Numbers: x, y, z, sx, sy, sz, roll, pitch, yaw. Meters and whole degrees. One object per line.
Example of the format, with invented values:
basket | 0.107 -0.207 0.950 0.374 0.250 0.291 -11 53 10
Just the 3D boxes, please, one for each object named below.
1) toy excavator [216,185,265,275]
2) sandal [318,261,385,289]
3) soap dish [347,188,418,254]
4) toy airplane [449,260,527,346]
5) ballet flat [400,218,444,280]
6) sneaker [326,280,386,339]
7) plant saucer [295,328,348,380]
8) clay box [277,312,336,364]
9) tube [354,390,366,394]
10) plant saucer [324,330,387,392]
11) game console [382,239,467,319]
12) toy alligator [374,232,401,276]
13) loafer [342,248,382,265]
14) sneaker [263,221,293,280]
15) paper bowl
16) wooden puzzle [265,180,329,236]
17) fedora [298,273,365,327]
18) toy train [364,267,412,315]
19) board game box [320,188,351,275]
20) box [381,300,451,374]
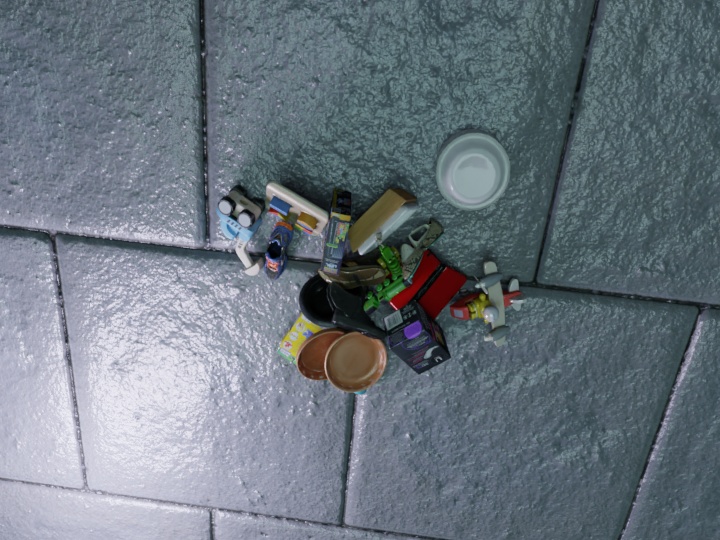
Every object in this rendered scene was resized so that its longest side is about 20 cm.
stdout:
toy excavator | -0.339 -0.108 1.604 0.192 0.101 0.201 33 125 -6
sandal | -0.020 0.004 1.535 0.194 0.055 0.082 -4 134 21
soap dish | 0.058 -0.138 1.514 0.199 0.157 0.082 -43 85 19
toy airplane | 0.377 0.100 1.582 0.197 0.142 0.201 33 111 -8
ballet flat | 0.155 -0.065 1.534 0.075 0.068 0.201 42 65 -6
sneaker | -0.008 0.113 1.543 0.195 0.060 0.107 20 70 -15
plant saucer | -0.105 0.254 1.714 0.194 0.033 0.205 -13 130 -15
clay box | -0.163 0.200 1.726 0.113 0.048 0.202 33 112 -11
tube | 0.011 0.288 1.745 0.075 0.050 0.206 -4 116 -32
plant saucer | -0.015 0.271 1.690 0.193 0.038 0.207 -5 112 -12
game console | 0.182 0.038 1.643 0.173 0.118 0.202 46 112 20
toy alligator | 0.079 -0.030 1.495 0.059 0.054 0.201 -39 149 -7
loafer | 0.000 0.000 1.604 0.194 0.068 0.078 -20 79 5
sneaker | -0.248 -0.045 1.604 0.073 0.079 0.204 20 131 4
paper bowl | 0.293 -0.259 1.465 0.193 0.105 0.207 2 114 5
wooden puzzle | -0.182 -0.154 1.516 0.182 0.200 0.047 30 75 -6
fedora | -0.084 0.100 1.631 0.194 0.205 0.093 9 145 1
toy train | 0.074 0.063 1.608 0.198 0.058 0.041 -37 137 27
board game box | -0.065 -0.108 1.507 0.055 0.201 0.170 9 115 -5
box | 0.164 0.197 1.618 0.120 0.108 0.200 -28 138 15
